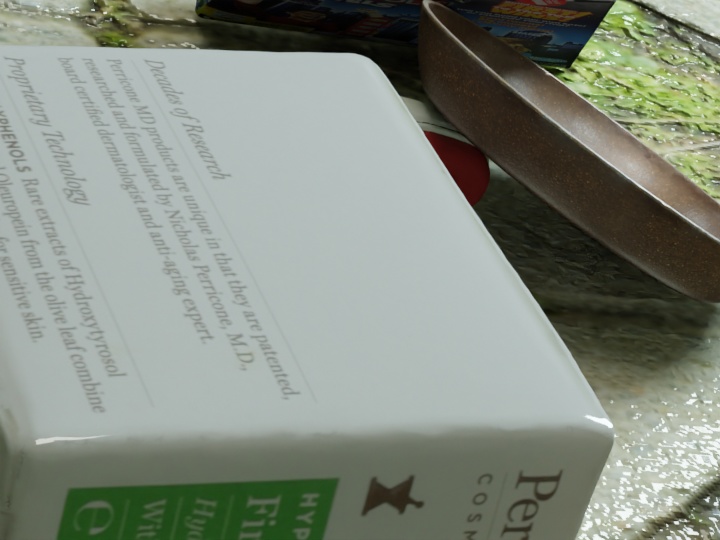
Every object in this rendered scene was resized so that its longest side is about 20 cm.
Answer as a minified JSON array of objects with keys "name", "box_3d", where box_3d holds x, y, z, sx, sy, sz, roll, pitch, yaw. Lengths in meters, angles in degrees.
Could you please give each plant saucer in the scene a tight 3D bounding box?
[{"name":"plant saucer","box_3d":[0.099,-0.046,1.083,0.200,0.035,0.200,36,11,-8]}]

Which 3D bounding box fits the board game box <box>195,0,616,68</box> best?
[{"name":"board game box","box_3d":[0.040,-0.147,1.162,0.200,0.062,0.200,6,-4,-15]}]

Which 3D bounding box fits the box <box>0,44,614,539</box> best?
[{"name":"box","box_3d":[-0.061,0.064,0.738,0.171,0.199,0.200,-1,36,-25]}]

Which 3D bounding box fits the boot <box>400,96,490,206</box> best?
[{"name":"boot","box_3d":[0.000,0.000,1.012,0.200,0.072,0.144,-6,50,-43]}]
